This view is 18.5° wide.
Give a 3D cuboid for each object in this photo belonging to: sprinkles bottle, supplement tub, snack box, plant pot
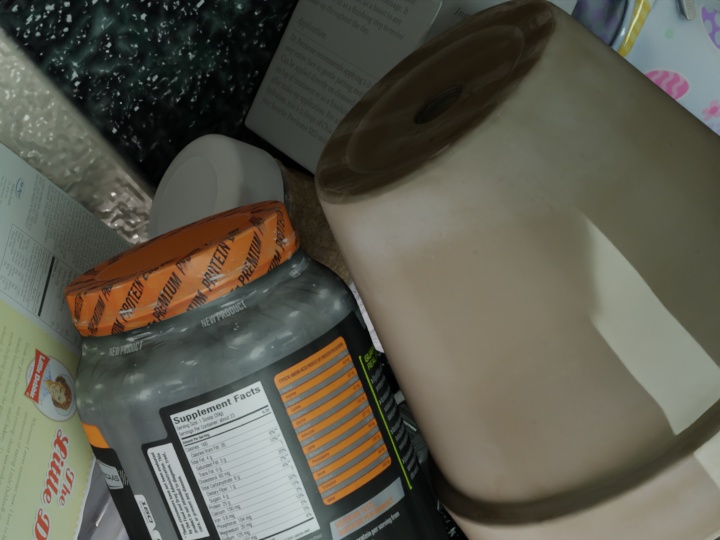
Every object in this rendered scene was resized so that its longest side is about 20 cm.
[{"bbox_3d":[0.000,0.000,1.013,0.199,0.068,0.069,21,100,-36],"label":"sprinkles bottle"},{"bbox_3d":[-0.039,0.081,0.896,0.122,0.122,0.201,-24,100,-20],"label":"supplement tub"},{"bbox_3d":[-0.155,0.049,0.884,0.116,0.037,0.201,40,45,-37],"label":"snack box"},{"bbox_3d":[0.077,-0.005,0.877,0.200,0.200,0.174,-43,112,-8],"label":"plant pot"}]

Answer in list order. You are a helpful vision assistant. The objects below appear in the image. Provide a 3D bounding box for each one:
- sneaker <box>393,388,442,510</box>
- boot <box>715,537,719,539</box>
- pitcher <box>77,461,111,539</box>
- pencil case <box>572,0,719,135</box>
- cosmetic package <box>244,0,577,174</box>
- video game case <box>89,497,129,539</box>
[{"bbox_3d":[0.001,0.142,1.063,0.200,0.090,0.066,-48,128,-4],"label":"sneaker"},{"bbox_3d":[0.170,0.128,0.965,0.197,0.073,0.164,-11,86,13],"label":"boot"},{"bbox_3d":[-0.186,0.116,0.933,0.199,0.121,0.173,23,80,-47],"label":"pitcher"},{"bbox_3d":[0.170,-0.104,1.061,0.199,0.083,0.091,14,126,-36],"label":"pencil case"},{"bbox_3d":[0.037,-0.128,0.958,0.071,0.101,0.201,18,102,-37],"label":"cosmetic package"},{"bbox_3d":[-0.051,0.172,0.968,0.182,0.023,0.201,39,64,-25],"label":"video game case"}]
